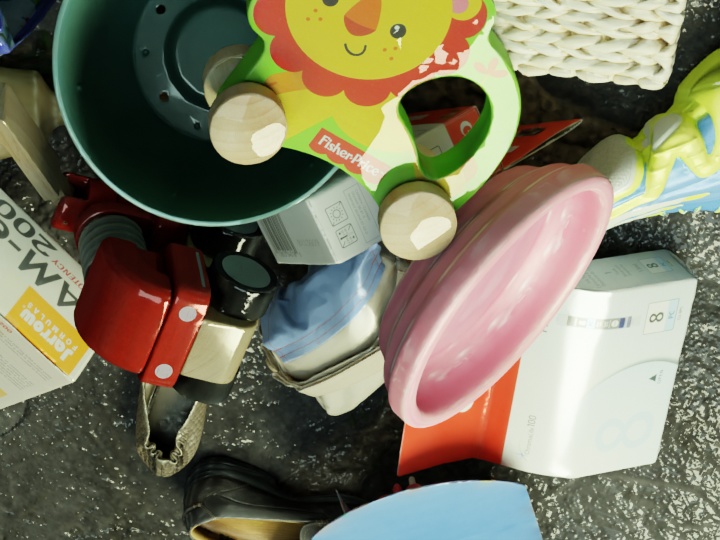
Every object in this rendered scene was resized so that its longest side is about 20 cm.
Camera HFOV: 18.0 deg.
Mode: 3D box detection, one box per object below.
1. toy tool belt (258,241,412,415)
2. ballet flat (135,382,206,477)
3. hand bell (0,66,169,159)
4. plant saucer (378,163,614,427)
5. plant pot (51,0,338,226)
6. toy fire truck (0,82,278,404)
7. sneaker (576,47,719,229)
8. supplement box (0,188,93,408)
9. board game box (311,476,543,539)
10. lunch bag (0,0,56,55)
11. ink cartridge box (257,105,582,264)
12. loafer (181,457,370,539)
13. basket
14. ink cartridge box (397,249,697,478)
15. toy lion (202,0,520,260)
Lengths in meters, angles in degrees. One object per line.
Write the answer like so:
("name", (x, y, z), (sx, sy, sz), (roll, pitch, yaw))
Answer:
("toy tool belt", (0.000, 0.000, 1.572), (0.123, 0.125, 0.200), (33, 119, -22))
("ballet flat", (-0.138, 0.068, 1.670), (0.067, 0.046, 0.201), (11, 119, 2))
("hand bell", (-0.187, -0.111, 1.564), (0.198, 0.104, 0.105), (-2, 121, -5))
("plant saucer", (0.079, 0.008, 1.443), (0.051, 0.200, 0.201), (40, 122, 19))
("plant pot", (-0.092, -0.137, 1.459), (0.199, 0.161, 0.202), (0, 97, -3))
("toy fire truck", (-0.164, -0.025, 1.503), (0.199, 0.177, 0.129), (14, 121, -20))
("sneaker", (0.219, -0.058, 1.534), (0.105, 0.076, 0.200), (42, 116, -18))
("supplement box", (-0.272, 0.029, 1.602), (0.126, 0.074, 0.199), (45, 147, -18))
("board game box", (0.050, 0.186, 1.667), (0.157, 0.039, 0.200), (-15, 149, 4))
("lunch bag", (-0.287, -0.188, 1.444), (0.169, 0.201, 0.128), (-12, 132, 15))
("ink cartridge box", (0.035, -0.070, 1.484), (0.199, 0.109, 0.051), (-31, 102, -19))
("loafer", (-0.043, 0.209, 1.728), (0.198, 0.072, 0.073), (15, 120, -3))
("basket", (0.113, -0.227, 1.378), (0.196, 0.201, 0.162), (7, 123, 4))
("ink cartridge box", (0.131, 0.075, 1.587), (0.199, 0.047, 0.161), (-9, 126, -26))
("toy lion", (0.013, -0.127, 1.313), (0.199, 0.069, 0.192), (29, 116, -23))
